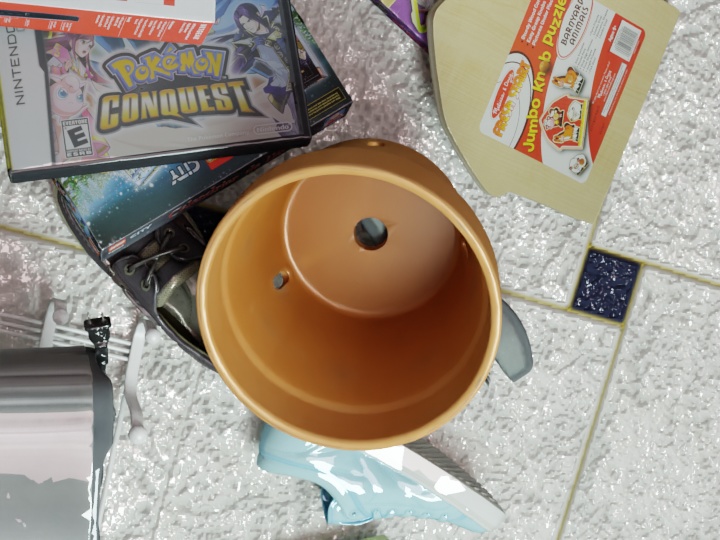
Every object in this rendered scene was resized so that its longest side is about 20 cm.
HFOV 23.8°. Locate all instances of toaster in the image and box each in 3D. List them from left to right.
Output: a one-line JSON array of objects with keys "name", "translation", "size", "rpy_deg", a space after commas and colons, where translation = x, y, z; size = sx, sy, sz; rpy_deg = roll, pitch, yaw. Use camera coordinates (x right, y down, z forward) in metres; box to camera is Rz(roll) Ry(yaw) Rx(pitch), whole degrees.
[{"name": "toaster", "translation": [-0.222, 0.126, 1.074], "size": [0.128, 0.114, 0.202], "rpy_deg": [1, 105, -15]}]

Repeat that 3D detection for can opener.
[{"name": "can opener", "translation": [0.054, 0.001, 1.253], "size": [0.066, 0.053, 0.201], "rpy_deg": [-33, 108, 5]}]

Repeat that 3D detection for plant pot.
[{"name": "plant pot", "translation": [0.000, 0.000, 1.149], "size": [0.198, 0.140, 0.202], "rpy_deg": [3, 114, 7]}]

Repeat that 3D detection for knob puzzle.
[{"name": "knob puzzle", "translation": [0.125, -0.150, 1.257], "size": [0.218, 0.030, 0.222], "rpy_deg": [-7, 104, -27]}]

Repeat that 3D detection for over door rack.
[{"name": "over door rack", "translation": [-0.227, 0.119, 1.163], "size": [0.146, 0.067, 0.202], "rpy_deg": [14, 94, -21]}]

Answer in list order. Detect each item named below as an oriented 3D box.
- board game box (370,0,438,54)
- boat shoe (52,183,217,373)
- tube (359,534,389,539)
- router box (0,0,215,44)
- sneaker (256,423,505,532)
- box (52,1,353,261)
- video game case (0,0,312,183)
[{"name": "board game box", "translation": [0.074, -0.268, 1.226], "size": [0.120, 0.032, 0.201], "rpy_deg": [39, 86, -18]}, {"name": "boat shoe", "translation": [-0.130, 0.001, 1.176], "size": [0.072, 0.065, 0.200], "rpy_deg": [-41, 108, -5]}, {"name": "tube", "translation": [-0.069, 0.242, 1.257], "size": [0.198, 0.052, 0.058], "rpy_deg": [-13, 63, -14]}, {"name": "router box", "translation": [-0.180, -0.252, 1.081], "size": [0.177, 0.049, 0.202], "rpy_deg": [4, 79, -16]}, {"name": "sneaker", "translation": [0.011, 0.156, 1.262], "size": [0.199, 0.074, 0.082], "rpy_deg": [30, 97, -14]}, {"name": "box", "translation": [-0.124, -0.117, 1.146], "size": [0.199, 0.038, 0.137], "rpy_deg": [-31, 86, -13]}, {"name": "video game case", "translation": [-0.143, -0.159, 1.118], "size": [0.198, 0.026, 0.183], "rpy_deg": [-8, 80, -10]}]
